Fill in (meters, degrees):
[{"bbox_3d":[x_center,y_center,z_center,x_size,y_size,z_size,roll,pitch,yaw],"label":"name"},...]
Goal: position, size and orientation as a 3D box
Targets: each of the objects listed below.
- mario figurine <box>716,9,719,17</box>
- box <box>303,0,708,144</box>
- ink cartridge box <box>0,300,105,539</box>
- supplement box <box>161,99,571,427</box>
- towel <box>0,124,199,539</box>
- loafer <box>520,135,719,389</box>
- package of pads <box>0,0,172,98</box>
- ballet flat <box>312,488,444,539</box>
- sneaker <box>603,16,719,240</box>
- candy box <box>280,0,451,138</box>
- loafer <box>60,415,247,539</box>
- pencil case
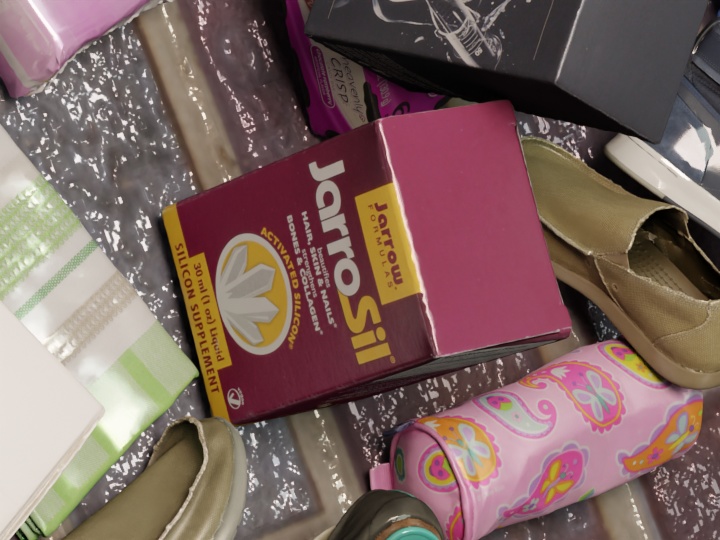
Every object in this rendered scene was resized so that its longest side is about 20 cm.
[{"bbox_3d":[0.264,-0.129,1.861,0.123,0.106,0.201,14,70,-30],"label":"mario figurine"},{"bbox_3d":[0.094,-0.189,1.589,0.104,0.181,0.201,25,82,-49],"label":"box"},{"bbox_3d":[-0.250,0.083,1.433,0.147,0.200,0.145,46,60,-15],"label":"ink cartridge box"},{"bbox_3d":[0.000,0.000,1.604,0.103,0.200,0.132,-9,82,-41],"label":"supplement box"},{"bbox_3d":[-0.188,0.024,1.588,0.200,0.031,0.149,51,59,-12],"label":"towel"},{"bbox_3d":[0.154,-0.018,1.743,0.200,0.068,0.076,43,43,22],"label":"loafer"},{"bbox_3d":[-0.188,-0.207,1.615,0.120,0.076,0.201,-38,99,-34],"label":"package of pads"},{"bbox_3d":[-0.031,0.199,1.612,0.200,0.068,0.068,-48,125,2],"label":"ballet flat"},{"bbox_3d":[0.266,-0.068,1.773,0.202,0.077,0.146,36,96,-10],"label":"sneaker"},{"bbox_3d":[0.043,-0.178,1.723,0.200,0.061,0.137,-42,133,-33],"label":"candy box"},{"bbox_3d":[-0.124,0.155,1.570,0.070,0.075,0.201,37,62,-24],"label":"loafer"},{"bbox_3d":[0.104,0.097,1.720,0.199,0.087,0.088,-20,90,-33],"label":"pencil case"}]
